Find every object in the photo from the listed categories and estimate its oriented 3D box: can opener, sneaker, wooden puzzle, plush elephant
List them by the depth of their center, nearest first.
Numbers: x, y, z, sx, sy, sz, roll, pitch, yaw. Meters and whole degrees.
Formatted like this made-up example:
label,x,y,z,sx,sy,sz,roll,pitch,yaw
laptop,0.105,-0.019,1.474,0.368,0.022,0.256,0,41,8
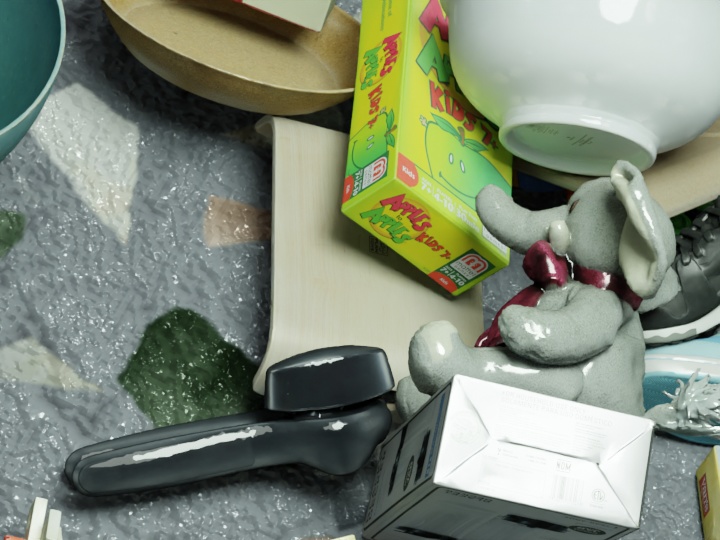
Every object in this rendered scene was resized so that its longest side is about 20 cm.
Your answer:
label,x,y,z,sx,sy,sz,roll,pitch,yaw
plush elephant,0.119,0.012,1.248,0.199,0.165,0.156,4,75,6
can opener,-0.075,0.098,1.278,0.199,0.063,0.079,-14,90,-9
sneaker,0.223,-0.020,1.349,0.199,0.088,0.076,-14,33,-11
sneaker,0.252,0.042,1.398,0.199,0.080,0.131,10,56,-21
wooden puzzle,0.180,-0.083,1.444,0.185,0.047,0.200,-21,32,-30

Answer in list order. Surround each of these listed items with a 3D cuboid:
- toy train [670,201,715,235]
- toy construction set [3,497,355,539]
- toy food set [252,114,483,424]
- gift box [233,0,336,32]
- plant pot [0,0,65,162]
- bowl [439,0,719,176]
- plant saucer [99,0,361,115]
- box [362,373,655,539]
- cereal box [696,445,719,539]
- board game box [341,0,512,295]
label,x,y,z,sx,sy,sz,roll,pitch,yaw
toy train,0.182,-0.019,1.443,0.056,0.042,0.200,33,53,21
toy construction set,-0.105,0.191,1.186,0.199,0.092,0.132,11,79,1
toy food set,0.000,0.000,1.374,0.143,0.060,0.201,13,55,-21
gift box,-0.051,-0.283,1.429,0.184,0.187,0.200,18,31,-4
plant pot,-0.285,-0.114,1.310,0.199,0.135,0.201,8,57,-12
bowl,0.138,-0.115,1.320,0.200,0.201,0.091,12,75,-8
plant saucer,-0.082,-0.150,1.418,0.199,0.036,0.200,17,25,-8
box,0.077,0.118,1.216,0.116,0.200,0.060,13,73,-6
cereal box,0.311,0.185,1.341,0.199,0.040,0.144,6,56,-11
board game box,0.046,-0.094,1.370,0.101,0.048,0.201,35,41,-30
